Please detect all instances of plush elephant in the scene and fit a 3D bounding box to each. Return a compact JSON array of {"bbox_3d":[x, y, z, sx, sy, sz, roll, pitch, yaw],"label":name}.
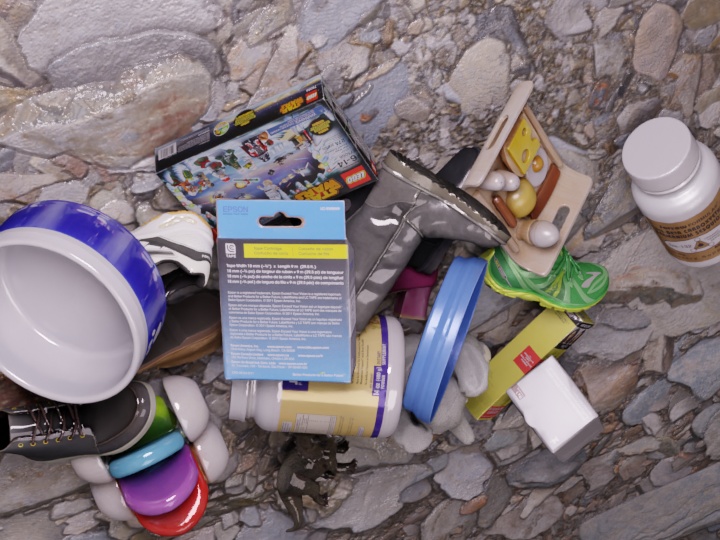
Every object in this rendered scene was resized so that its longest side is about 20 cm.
[{"bbox_3d":[0.097,0.157,1.705,0.164,0.156,0.200,-37,138,7],"label":"plush elephant"}]

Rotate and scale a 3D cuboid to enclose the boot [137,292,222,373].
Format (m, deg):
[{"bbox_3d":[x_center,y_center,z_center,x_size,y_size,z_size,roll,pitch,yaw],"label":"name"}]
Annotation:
[{"bbox_3d":[-0.247,0.097,1.527,0.197,0.074,0.076,-19,146,-15],"label":"boot"}]

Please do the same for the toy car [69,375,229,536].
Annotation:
[{"bbox_3d":[-0.245,0.239,1.595,0.173,0.151,0.201,-24,137,-7],"label":"toy car"}]

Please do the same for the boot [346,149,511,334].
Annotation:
[{"bbox_3d":[0.045,-0.011,1.470,0.180,0.073,0.202,31,103,-3],"label":"boot"}]

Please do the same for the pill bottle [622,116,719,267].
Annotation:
[{"bbox_3d":[0.405,-0.100,1.672,0.114,0.115,0.200,-37,137,8],"label":"pill bottle"}]

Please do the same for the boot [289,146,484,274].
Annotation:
[{"bbox_3d":[0.033,-0.094,1.515,0.198,0.066,0.166,20,105,-29],"label":"boot"}]

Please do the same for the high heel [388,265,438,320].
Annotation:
[{"bbox_3d":[0.000,0.000,1.600,0.197,0.067,0.098,9,92,-27],"label":"high heel"}]

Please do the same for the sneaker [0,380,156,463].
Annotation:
[{"bbox_3d":[-0.328,0.173,1.487,0.198,0.076,0.106,-23,160,26],"label":"sneaker"}]

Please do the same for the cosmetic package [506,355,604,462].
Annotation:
[{"bbox_3d":[0.269,0.193,1.817,0.090,0.107,0.200,-37,165,0],"label":"cosmetic package"}]

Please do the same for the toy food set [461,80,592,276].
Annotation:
[{"bbox_3d":[0.201,-0.104,1.544,0.145,0.060,0.200,-61,140,-17],"label":"toy food set"}]

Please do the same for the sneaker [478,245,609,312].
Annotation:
[{"bbox_3d":[0.243,-0.001,1.689,0.197,0.075,0.084,8,132,-29],"label":"sneaker"}]

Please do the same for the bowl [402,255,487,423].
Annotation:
[{"bbox_3d":[0.098,0.077,1.551,0.039,0.201,0.203,19,128,8],"label":"bowl"}]

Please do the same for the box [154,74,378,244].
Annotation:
[{"bbox_3d":[-0.098,-0.111,1.396,0.198,0.040,0.137,-22,139,15],"label":"box"}]

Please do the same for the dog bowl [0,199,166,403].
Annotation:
[{"bbox_3d":[-0.300,0.033,1.350,0.197,0.079,0.202,10,126,13],"label":"dog bowl"}]

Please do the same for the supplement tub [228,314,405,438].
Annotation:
[{"bbox_3d":[-0.053,0.120,1.568,0.197,0.147,0.147,4,130,-7],"label":"supplement tub"}]

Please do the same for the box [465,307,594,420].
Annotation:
[{"bbox_3d":[0.224,0.120,1.806,0.200,0.050,0.075,-44,161,13],"label":"box"}]

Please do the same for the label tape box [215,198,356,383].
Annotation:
[{"bbox_3d":[-0.078,0.015,1.433,0.142,0.063,0.203,1,106,8],"label":"label tape box"}]

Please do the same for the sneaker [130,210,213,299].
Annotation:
[{"bbox_3d":[-0.249,0.005,1.404,0.197,0.089,0.076,-20,141,12],"label":"sneaker"}]

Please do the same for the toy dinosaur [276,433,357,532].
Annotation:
[{"bbox_3d":[-0.070,0.265,1.790,0.101,0.078,0.201,19,124,-26],"label":"toy dinosaur"}]
